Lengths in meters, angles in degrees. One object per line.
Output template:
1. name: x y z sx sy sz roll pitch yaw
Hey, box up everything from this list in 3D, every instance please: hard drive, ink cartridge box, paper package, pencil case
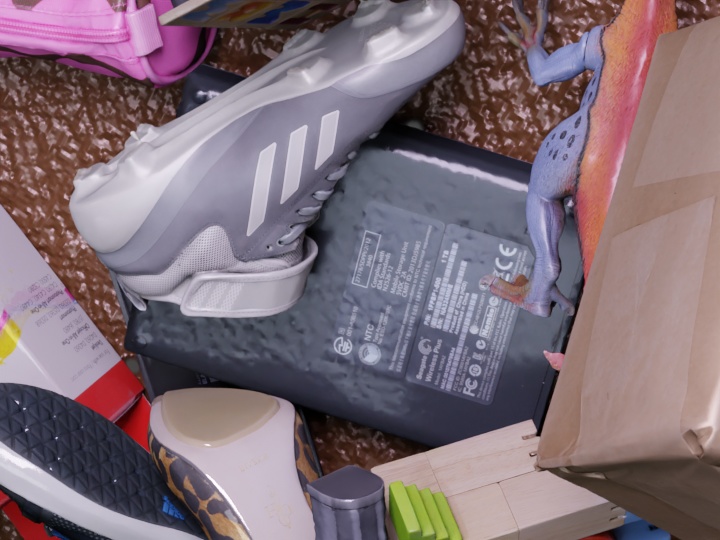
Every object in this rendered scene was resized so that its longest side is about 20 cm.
1. hard drive: 0.000 0.000 1.037 0.199 0.033 0.140 17 108 6
2. ink cartridge box: -0.193 0.054 1.118 0.116 0.067 0.200 -37 93 24
3. paper package: 0.186 0.020 0.869 0.190 0.200 0.103 30 156 -27
4. pencil case: -0.170 -0.131 1.039 0.199 0.094 0.091 6 108 16

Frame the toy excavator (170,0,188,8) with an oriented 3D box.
1. toy excavator: 0.025 -0.184 0.945 0.200 0.194 0.100 -4 107 49

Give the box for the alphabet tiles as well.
1. alphabet tiles: 0.014 -0.135 0.919 0.166 0.200 0.006 -24 86 22

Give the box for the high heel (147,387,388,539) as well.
1. high heel: -0.043 0.136 1.016 0.200 0.071 0.143 25 126 56

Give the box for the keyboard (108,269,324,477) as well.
1. keyboard: -0.050 0.030 1.086 0.127 0.021 0.201 -12 104 18

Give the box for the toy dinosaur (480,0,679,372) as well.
1. toy dinosaur: 0.125 -0.064 0.933 0.105 0.200 0.182 14 107 -15

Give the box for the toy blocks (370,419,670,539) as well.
1. toy blocks: 0.077 0.130 1.021 0.136 0.100 0.200 -15 145 -11

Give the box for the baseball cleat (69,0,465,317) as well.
1. baseball cleat: -0.027 -0.046 0.987 0.200 0.070 0.107 -24 113 21

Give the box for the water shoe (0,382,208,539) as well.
1. water shoe: -0.116 0.127 1.058 0.200 0.072 0.079 31 116 -21
